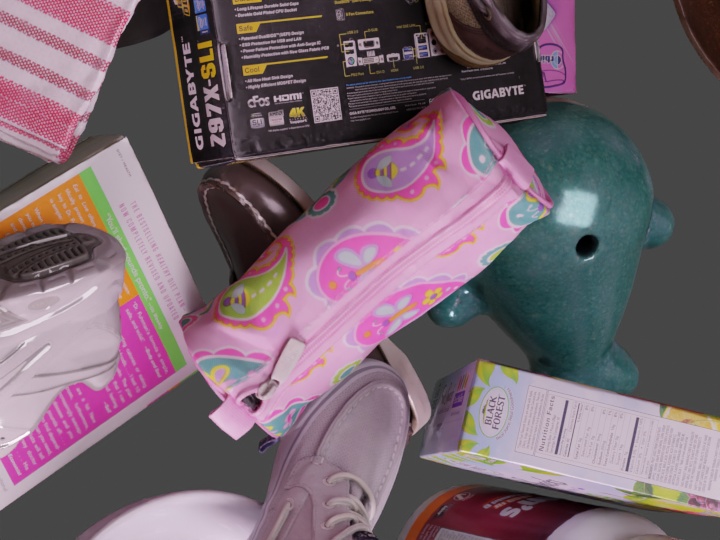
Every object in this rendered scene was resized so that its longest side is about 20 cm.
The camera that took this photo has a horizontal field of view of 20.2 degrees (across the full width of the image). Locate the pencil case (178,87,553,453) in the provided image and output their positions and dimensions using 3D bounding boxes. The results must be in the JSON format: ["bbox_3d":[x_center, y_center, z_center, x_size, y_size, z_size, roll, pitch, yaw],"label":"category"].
[{"bbox_3d":[0.000,0.000,1.013,0.200,0.087,0.087,-40,114,6],"label":"pencil case"}]

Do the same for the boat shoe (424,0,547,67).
[{"bbox_3d":[0.057,-0.204,1.013,0.073,0.065,0.201,-20,98,-30],"label":"boat shoe"}]

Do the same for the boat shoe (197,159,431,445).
[{"bbox_3d":[-0.033,0.026,1.093,0.060,0.072,0.200,-45,119,-27],"label":"boat shoe"}]

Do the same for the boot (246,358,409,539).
[{"bbox_3d":[-0.009,0.135,1.020,0.073,0.095,0.201,37,68,-29],"label":"boot"}]

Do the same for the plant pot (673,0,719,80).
[{"bbox_3d":[0.323,-0.212,1.271,0.200,0.186,0.188,-33,109,-43],"label":"plant pot"}]

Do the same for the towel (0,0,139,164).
[{"bbox_3d":[-0.162,-0.169,0.964,0.146,0.030,0.201,26,93,4],"label":"towel"}]

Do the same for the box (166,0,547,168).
[{"bbox_3d":[-0.002,-0.144,1.040,0.199,0.049,0.161,-11,93,-33],"label":"box"}]

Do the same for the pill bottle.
[{"bbox_3d":[0.111,0.181,1.110,0.109,0.200,0.110,-1,91,-33],"label":"pill bottle"}]

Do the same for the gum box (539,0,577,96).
[{"bbox_3d":[0.023,-0.156,1.126,0.199,0.066,0.114,-1,90,-33],"label":"gum box"}]

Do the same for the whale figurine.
[{"bbox_3d":[0.116,0.003,1.162,0.158,0.104,0.201,-20,114,-13],"label":"whale figurine"}]

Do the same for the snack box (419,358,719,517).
[{"bbox_3d":[0.113,0.092,1.086,0.141,0.200,0.053,15,83,-2],"label":"snack box"}]

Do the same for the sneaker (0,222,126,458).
[{"bbox_3d":[-0.196,0.053,0.943,0.199,0.078,0.100,-17,120,-19],"label":"sneaker"}]

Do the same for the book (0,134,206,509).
[{"bbox_3d":[-0.176,0.039,1.015,0.200,0.048,0.134,-34,110,-26],"label":"book"}]

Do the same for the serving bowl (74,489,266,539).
[{"bbox_3d":[-0.100,0.213,1.052,0.199,0.066,0.201,2,87,-35],"label":"serving bowl"}]

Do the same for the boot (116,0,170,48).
[{"bbox_3d":[-0.092,-0.195,1.056,0.199,0.077,0.139,-22,108,-19],"label":"boot"}]
